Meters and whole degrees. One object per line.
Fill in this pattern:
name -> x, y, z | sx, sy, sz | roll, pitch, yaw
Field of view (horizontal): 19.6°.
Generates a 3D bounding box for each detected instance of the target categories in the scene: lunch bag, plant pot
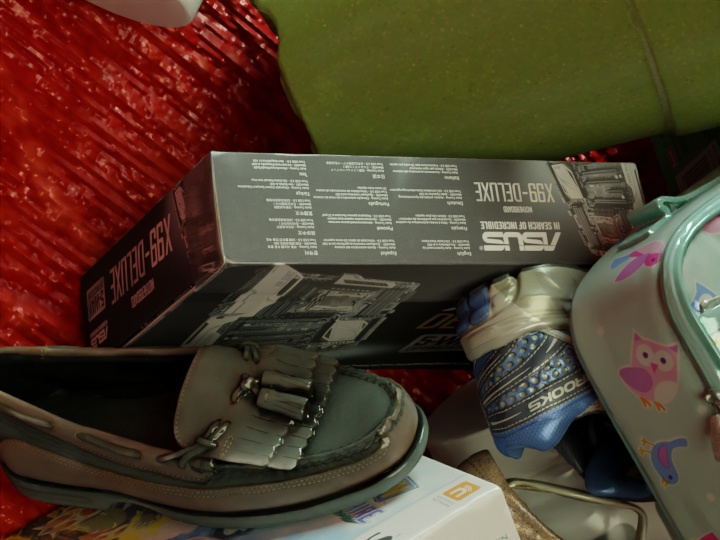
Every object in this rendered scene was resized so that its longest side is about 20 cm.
lunch bag -> 0.182, 0.024, 0.852 | 0.200, 0.077, 0.161 | -34, 99, -41
plant pot -> 0.058, -0.115, 0.900 | 0.190, 0.200, 0.200 | -24, 104, 5

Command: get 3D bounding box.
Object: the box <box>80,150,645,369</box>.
box -> 0.000, 0.000, 0.893 | 0.200, 0.158, 0.050 | 0, 72, -28

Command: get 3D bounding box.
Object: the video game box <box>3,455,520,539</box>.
video game box -> -0.060, 0.125, 0.842 | 0.182, 0.200, 0.047 | -27, 110, -25

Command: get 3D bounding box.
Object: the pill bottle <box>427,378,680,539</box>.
pill bottle -> 0.117, 0.139, 0.981 | 0.113, 0.113, 0.200 | -33, 102, -22

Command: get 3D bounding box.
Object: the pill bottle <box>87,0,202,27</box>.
pill bottle -> -0.072, -0.212, 0.877 | 0.113, 0.113, 0.200 | 29, 79, -25

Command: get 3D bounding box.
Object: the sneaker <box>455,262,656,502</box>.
sneaker -> 0.122, 0.061, 0.889 | 0.200, 0.077, 0.085 | 12, 63, -35

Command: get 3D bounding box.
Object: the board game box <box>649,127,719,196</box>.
board game box -> 0.224, -0.022, 1.019 | 0.200, 0.153, 0.040 | 34, 116, -25

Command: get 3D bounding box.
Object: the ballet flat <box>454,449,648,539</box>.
ballet flat -> 0.119, 0.139, 0.892 | 0.200, 0.068, 0.067 | 30, 85, -8

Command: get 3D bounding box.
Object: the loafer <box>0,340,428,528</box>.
loafer -> -0.072, 0.059, 0.839 | 0.063, 0.200, 0.072 | 63, 36, -36
